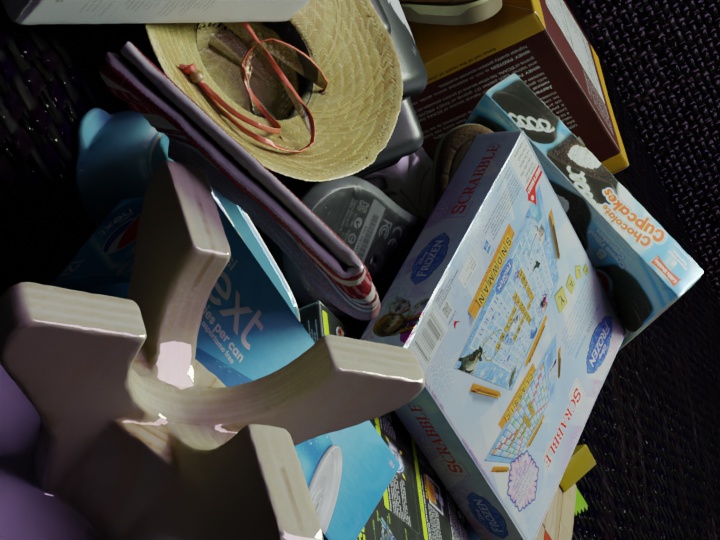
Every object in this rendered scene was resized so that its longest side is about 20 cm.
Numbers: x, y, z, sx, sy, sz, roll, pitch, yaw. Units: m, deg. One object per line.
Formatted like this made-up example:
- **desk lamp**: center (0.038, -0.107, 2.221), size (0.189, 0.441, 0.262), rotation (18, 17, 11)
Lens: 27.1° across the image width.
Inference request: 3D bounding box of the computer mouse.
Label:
- **computer mouse**: center (0.000, 0.000, 0.987), size (0.200, 0.053, 0.139), rotation (33, 79, -48)

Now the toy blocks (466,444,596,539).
- **toy blocks**: center (0.105, 0.173, 1.098), size (0.200, 0.100, 0.137), rotation (57, 32, -36)

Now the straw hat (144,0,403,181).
- **straw hat**: center (-0.074, -0.120, 0.911), size (0.201, 0.085, 0.201), rotation (22, 49, -28)

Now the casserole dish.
- **casserole dish**: center (-0.088, -0.008, 0.833), size (0.200, 0.039, 0.121), rotation (61, 20, -21)

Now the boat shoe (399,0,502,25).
- **boat shoe**: center (0.013, -0.229, 1.118), size (0.072, 0.200, 0.068), rotation (-51, 137, -46)

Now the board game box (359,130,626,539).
- **board game box**: center (0.095, 0.046, 0.998), size (0.200, 0.041, 0.200), rotation (58, 48, -33)

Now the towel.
- **towel**: center (-0.049, -0.033, 0.698), size (0.144, 0.023, 0.200), rotation (42, -3, 6)

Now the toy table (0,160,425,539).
- **toy table**: center (-0.075, 0.063, 0.586), size (0.184, 0.117, 0.200), rotation (1, 50, -45)

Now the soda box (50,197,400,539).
- **soda box**: center (-0.063, 0.056, 0.753), size (0.200, 0.064, 0.068), rotation (56, 50, -29)

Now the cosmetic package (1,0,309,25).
- **cosmetic package**: center (-0.108, -0.193, 0.812), size (0.200, 0.074, 0.102), rotation (-9, 69, -47)

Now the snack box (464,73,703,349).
- **snack box**: center (0.150, -0.038, 1.107), size (0.037, 0.116, 0.200), rotation (-38, 80, -29)

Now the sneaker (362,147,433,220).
- **sneaker**: center (0.025, -0.029, 1.102), size (0.200, 0.078, 0.099), rotation (68, 15, 4)

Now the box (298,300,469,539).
- **box**: center (0.012, 0.149, 0.919), size (0.193, 0.047, 0.200), rotation (43, 30, -46)

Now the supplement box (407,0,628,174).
- **supplement box**: center (0.083, -0.149, 1.218), size (0.200, 0.197, 0.133), rotation (47, 27, -45)

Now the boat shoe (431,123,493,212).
- **boat shoe**: center (0.093, -0.016, 1.108), size (0.076, 0.072, 0.200), rotation (-104, -179, -71)

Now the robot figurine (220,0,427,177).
- **robot figurine**: center (-0.026, -0.163, 1.045), size (0.125, 0.150, 0.200), rotation (-21, 88, -59)
